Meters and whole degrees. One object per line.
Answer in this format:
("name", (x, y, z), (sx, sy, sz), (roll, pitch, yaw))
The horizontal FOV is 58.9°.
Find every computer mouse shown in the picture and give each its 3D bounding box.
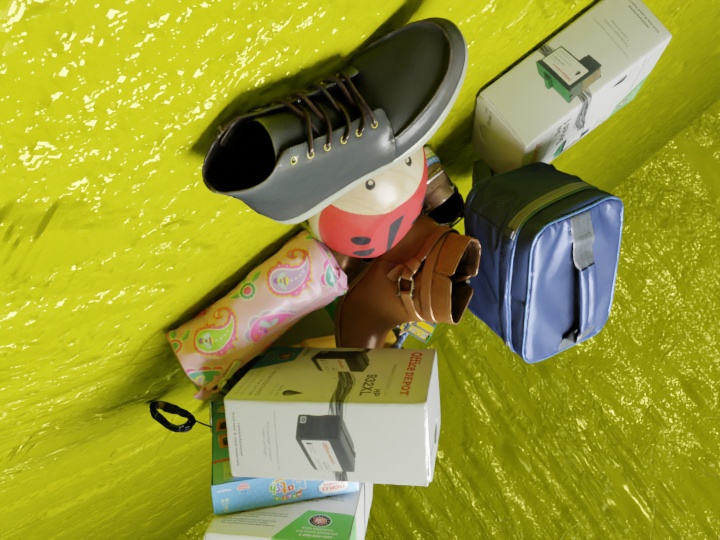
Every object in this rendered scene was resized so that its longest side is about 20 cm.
("computer mouse", (-0.181, 0.195, 0.824), (0.059, 0.194, 0.035), (-70, 172, -70))

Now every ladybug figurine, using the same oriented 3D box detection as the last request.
("ladybug figurine", (0.014, -0.069, 0.631), (0.134, 0.073, 0.201), (-35, 167, -10))

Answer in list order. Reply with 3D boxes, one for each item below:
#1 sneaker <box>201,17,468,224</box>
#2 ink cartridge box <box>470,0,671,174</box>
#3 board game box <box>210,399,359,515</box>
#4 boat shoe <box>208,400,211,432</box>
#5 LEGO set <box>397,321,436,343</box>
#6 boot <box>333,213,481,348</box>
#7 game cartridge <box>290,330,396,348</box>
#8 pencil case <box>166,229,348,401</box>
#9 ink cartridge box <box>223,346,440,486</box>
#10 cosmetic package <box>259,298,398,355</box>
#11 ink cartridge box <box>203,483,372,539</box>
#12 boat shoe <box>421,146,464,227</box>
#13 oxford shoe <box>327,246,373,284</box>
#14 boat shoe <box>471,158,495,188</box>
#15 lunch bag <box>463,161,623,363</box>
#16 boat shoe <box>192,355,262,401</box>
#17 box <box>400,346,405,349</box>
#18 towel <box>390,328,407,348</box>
("sneaker", (-0.012, -0.104, 0.437), (0.199, 0.076, 0.106), (-40, 169, 14))
("ink cartridge box", (0.231, -0.200, 0.733), (0.198, 0.085, 0.146), (-37, 166, -1))
("board game box", (-0.094, 0.193, 0.720), (0.147, 0.038, 0.200), (-5, -166, -12))
("boat shoe", (-0.147, 0.245, 1.025), (0.195, 0.074, 0.070), (6, -175, 1))
("LEGO set", (0.060, 0.006, 0.855), (0.157, 0.114, 0.200), (-63, 180, 8))
("boot", (0.054, 0.040, 0.716), (0.076, 0.153, 0.206), (15, 92, -46))
("game cartridge", (-0.061, 0.157, 0.893), (0.173, 0.033, 0.202), (-4, 138, -43))
("pencil case", (-0.107, 0.046, 0.670), (0.198, 0.088, 0.088), (-38, 167, -2))
("ink cartridge box", (-0.020, 0.141, 0.651), (0.194, 0.086, 0.145), (-1, -168, 11))
("cosmetic package", (-0.051, 0.113, 0.990), (0.199, 0.108, 0.084), (-42, 165, 15))
("ink cartridge box", (-0.065, 0.263, 0.689), (0.141, 0.087, 0.200), (1, -167, 9))
("boat shoe", (0.089, -0.082, 0.779), (0.072, 0.073, 0.200), (-38, 167, 9))
("oxford shoe", (0.000, 0.000, 0.836), (0.071, 0.072, 0.200), (-42, 165, 4))
("boat shoe", (0.176, -0.080, 0.828), (0.201, 0.071, 0.068), (-68, 155, -57))
("lunch bag", (0.199, 0.001, 0.696), (0.133, 0.132, 0.204), (-20, 124, -17))
("boat shoe", (-0.179, 0.158, 0.876), (0.068, 0.076, 0.200), (-33, 161, 9))
("box", (0.043, 0.171, 0.925), (0.111, 0.034, 0.200), (-55, 175, -1))
("towel", (0.039, 0.139, 0.968), (0.146, 0.024, 0.200), (-57, 177, 36))
